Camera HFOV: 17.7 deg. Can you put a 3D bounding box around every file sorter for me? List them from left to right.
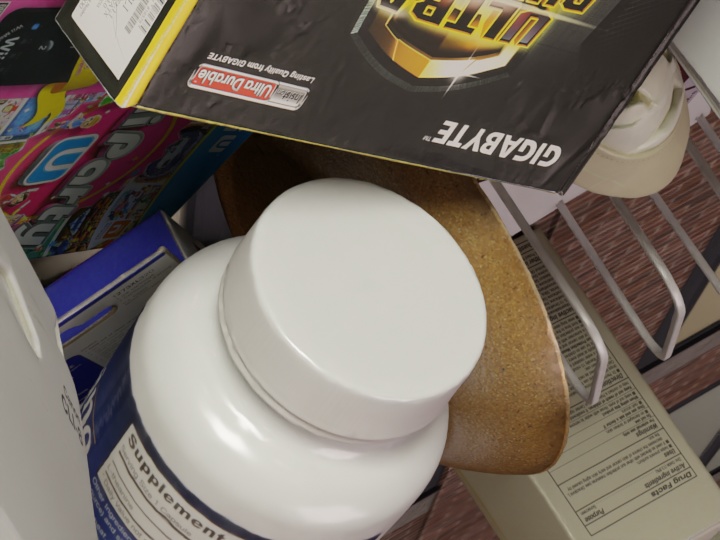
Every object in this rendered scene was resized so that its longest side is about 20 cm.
[{"bbox_3d":[0.128,-0.017,1.184,0.199,0.125,0.139,-32,164,-6],"label":"file sorter"}]

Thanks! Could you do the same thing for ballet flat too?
[{"bbox_3d":[0.075,-0.081,0.866,0.199,0.070,0.069,28,122,-38],"label":"ballet flat"}]

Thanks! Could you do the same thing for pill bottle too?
[{"bbox_3d":[-0.038,0.058,0.787,0.111,0.111,0.200,-19,158,-38],"label":"pill bottle"}]

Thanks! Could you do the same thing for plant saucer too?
[{"bbox_3d":[0.000,0.000,0.859,0.035,0.201,0.200,-33,164,-20],"label":"plant saucer"}]

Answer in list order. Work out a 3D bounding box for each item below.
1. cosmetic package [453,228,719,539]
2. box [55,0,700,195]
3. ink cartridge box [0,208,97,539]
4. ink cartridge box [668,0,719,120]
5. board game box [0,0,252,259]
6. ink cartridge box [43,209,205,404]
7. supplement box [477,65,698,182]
[{"bbox_3d":[0.107,0.088,1.302,0.105,0.201,0.071,-23,161,-28],"label":"cosmetic package"},{"bbox_3d":[0.031,-0.108,0.675,0.199,0.049,0.160,9,121,-48],"label":"box"},{"bbox_3d":[-0.180,0.054,0.607,0.199,0.145,0.146,-19,142,1],"label":"ink cartridge box"},{"bbox_3d":[0.186,-0.160,0.859,0.200,0.083,0.146,-37,-163,14],"label":"ink cartridge box"},{"bbox_3d":[-0.107,-0.065,0.729,0.148,0.064,0.199,-44,161,33],"label":"board game box"},{"bbox_3d":[-0.089,0.028,0.859,0.094,0.037,0.200,-34,166,3],"label":"ink cartridge box"},{"bbox_3d":[0.081,-0.095,0.990,0.199,0.061,0.109,-17,157,-39],"label":"supplement box"}]
